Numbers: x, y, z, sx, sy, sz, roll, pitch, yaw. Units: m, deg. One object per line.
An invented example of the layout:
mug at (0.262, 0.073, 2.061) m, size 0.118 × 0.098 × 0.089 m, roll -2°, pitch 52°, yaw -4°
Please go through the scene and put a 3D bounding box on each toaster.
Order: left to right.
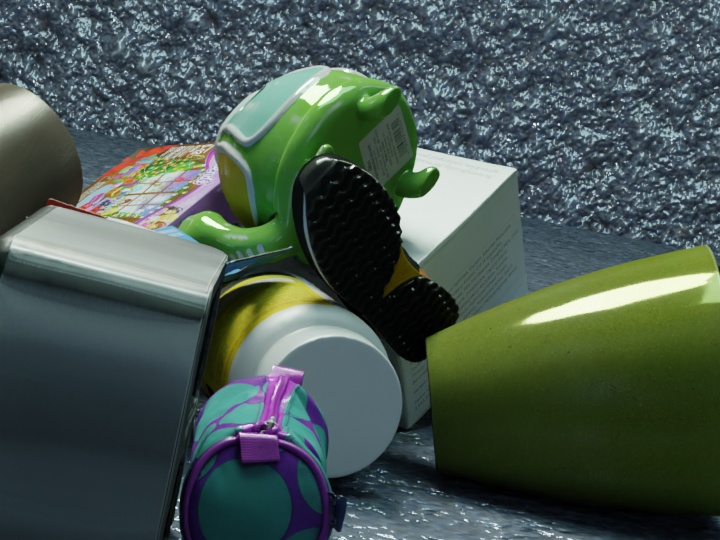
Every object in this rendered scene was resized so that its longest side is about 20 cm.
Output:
toaster at (-0.143, 0.067, 1.088) m, size 0.118 × 0.181 × 0.200 m, roll 11°, pitch 6°, yaw -2°

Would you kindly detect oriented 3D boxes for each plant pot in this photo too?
plant pot at (0.147, 0.084, 1.497) m, size 0.200 × 0.187 × 0.187 m, roll -5°, pitch 7°, yaw 2°

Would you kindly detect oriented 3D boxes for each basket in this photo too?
basket at (-0.306, -0.044, 1.557) m, size 0.180 × 0.136 × 0.200 m, roll 41°, pitch 47°, yaw 14°

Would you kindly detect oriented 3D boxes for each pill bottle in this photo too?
pill bottle at (-0.044, 0.070, 1.479) m, size 0.114 × 0.114 × 0.200 m, roll 8°, pitch 7°, yaw -16°

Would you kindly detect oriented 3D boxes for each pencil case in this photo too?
pencil case at (-0.055, 0.113, 1.211) m, size 0.085 × 0.093 × 0.200 m, roll 14°, pitch 6°, yaw -4°

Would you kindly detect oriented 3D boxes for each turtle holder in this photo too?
turtle holder at (-0.044, -0.065, 1.608) m, size 0.132 × 0.186 × 0.141 m, roll 22°, pitch -7°, yaw 37°

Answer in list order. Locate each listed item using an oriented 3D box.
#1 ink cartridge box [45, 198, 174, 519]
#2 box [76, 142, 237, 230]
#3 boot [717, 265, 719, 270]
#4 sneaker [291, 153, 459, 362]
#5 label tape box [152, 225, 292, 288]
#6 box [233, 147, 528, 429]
ink cartridge box at (-0.165, 0.048, 1.290) m, size 0.047 × 0.160 × 0.200 m, roll 6°, pitch 8°, yaw -40°
box at (-0.166, -0.042, 1.668) m, size 0.137 × 0.039 × 0.200 m, roll -2°, pitch 26°, yaw 32°
boot at (0.215, 0.050, 1.909) m, size 0.200 × 0.139 × 0.077 m, roll 8°, pitch 8°, yaw -11°
sneaker at (-0.009, -0.016, 1.496) m, size 0.090 × 0.070 × 0.200 m, roll 35°, pitch -13°, yaw 44°
label tape box at (-0.161, 0.016, 1.472) m, size 0.200 × 0.063 × 0.144 m, roll -33°, pitch -4°, yaw 14°
box at (0.000, 0.000, 1.726) m, size 0.199 × 0.131 × 0.200 m, roll 15°, pitch 39°, yaw 30°
